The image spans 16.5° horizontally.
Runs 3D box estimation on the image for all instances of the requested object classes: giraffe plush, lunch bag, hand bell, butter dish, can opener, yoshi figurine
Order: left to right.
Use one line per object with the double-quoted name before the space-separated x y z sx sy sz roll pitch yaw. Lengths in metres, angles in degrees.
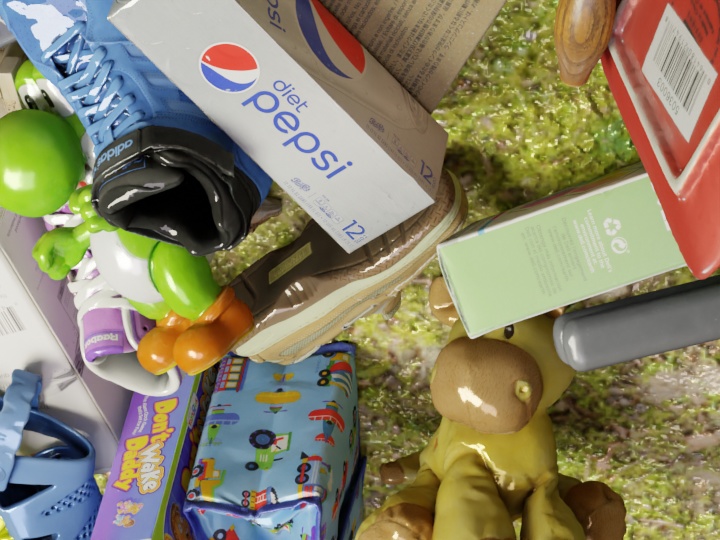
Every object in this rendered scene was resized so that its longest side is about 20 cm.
"yoshi figurine" -0.153 -0.025 1.433 0.112 0.112 0.201 -27 104 16
"lunch bag" -0.042 0.172 1.629 0.093 0.151 0.201 -2 130 12
"giraffe plush" 0.089 0.095 1.544 0.171 0.200 0.163 6 114 -1
"hand bell" 0.130 -0.183 1.325 0.103 0.104 0.201 9 132 3
"can opener" 0.210 0.005 1.478 0.199 0.053 0.067 -13 97 -6
"butter dish" 0.236 -0.123 1.329 0.147 0.201 0.200 4 135 -24

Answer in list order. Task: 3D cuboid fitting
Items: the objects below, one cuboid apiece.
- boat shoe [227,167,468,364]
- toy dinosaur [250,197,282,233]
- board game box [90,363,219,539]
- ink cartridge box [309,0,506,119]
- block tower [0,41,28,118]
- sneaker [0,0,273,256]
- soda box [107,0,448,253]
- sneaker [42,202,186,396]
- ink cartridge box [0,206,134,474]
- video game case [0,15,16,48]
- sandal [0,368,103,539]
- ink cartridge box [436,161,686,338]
"boat shoe" 0.000 0.000 1.540 0.199 0.072 0.076 -30 136 35
"toy dinosaur" -0.110 -0.088 1.481 0.106 0.061 0.200 -28 120 31
"board game box" -0.115 0.161 1.602 0.044 0.201 0.135 -9 128 17
"ink cartridge box" -0.011 -0.164 1.387 0.164 0.075 0.200 26 131 -10
"block tower" -0.286 -0.112 1.490 0.199 0.058 0.054 2 133 16
"sneaker" -0.131 -0.089 1.354 0.200 0.112 0.077 42 128 -22
"soda box" -0.041 -0.105 1.352 0.068 0.064 0.200 -30 119 32
"sneaker" -0.158 -0.009 1.523 0.072 0.115 0.201 -22 122 28
"ink cartridge box" -0.245 0.042 1.601 0.146 0.083 0.201 -12 127 19
"video game case" -0.197 -0.224 1.365 0.142 0.019 0.201 -25 127 -7
"sandal" -0.200 0.133 1.567 0.087 0.080 0.200 -26 124 24
"ink cartridge box" 0.154 -0.027 1.440 0.199 0.104 0.060 -19 94 18
